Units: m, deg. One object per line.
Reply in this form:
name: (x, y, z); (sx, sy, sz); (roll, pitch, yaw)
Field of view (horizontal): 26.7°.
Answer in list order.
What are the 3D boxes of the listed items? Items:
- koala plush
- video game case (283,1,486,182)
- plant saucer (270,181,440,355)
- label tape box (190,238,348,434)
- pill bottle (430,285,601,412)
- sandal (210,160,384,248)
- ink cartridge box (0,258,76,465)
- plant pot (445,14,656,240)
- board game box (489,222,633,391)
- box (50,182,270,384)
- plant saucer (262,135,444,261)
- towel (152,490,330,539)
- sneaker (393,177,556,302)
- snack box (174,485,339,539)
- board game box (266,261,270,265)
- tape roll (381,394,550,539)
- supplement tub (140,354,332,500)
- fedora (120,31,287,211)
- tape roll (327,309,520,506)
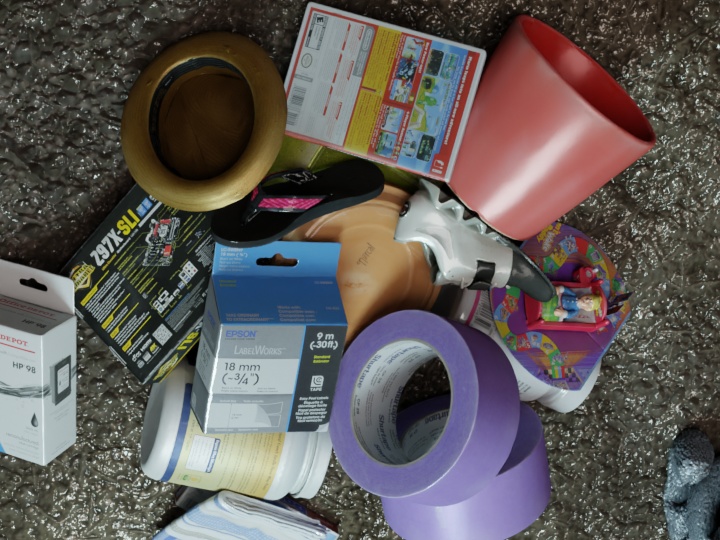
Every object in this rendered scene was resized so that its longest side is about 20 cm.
koala plush: (0.475, 0.325, 1.875); (0.176, 0.200, 0.185); (5, 113, -13)
video game case: (0.019, -0.189, 1.606); (0.198, 0.017, 0.144); (17, 90, 8)
plant saucer: (0.000, 0.000, 1.666); (0.199, 0.032, 0.202); (-6, 110, -17)
label tape box: (-0.093, 0.072, 1.607); (0.143, 0.063, 0.201); (1, 116, -21)
pill bottle: (0.174, 0.082, 1.763); (0.199, 0.114, 0.114); (28, 106, -19)
sandal: (-0.068, -0.081, 1.590); (0.199, 0.075, 0.045); (-22, 141, -17)
ink cartridge box: (-0.377, 0.100, 1.670); (0.115, 0.067, 0.202); (14, 115, 22)
plant pot: (0.187, -0.143, 1.636); (0.200, 0.201, 0.177); (33, 113, -21)
board game box: (0.237, 0.032, 1.724); (0.158, 0.039, 0.200); (46, 56, -9)
box: (-0.217, -0.001, 1.650); (0.160, 0.049, 0.200); (45, 101, 14)
plant saucer: (-0.018, -0.072, 1.678); (0.199, 0.048, 0.200); (30, 98, -25)
towel: (-0.144, 0.313, 1.787); (0.146, 0.024, 0.200); (23, 146, -23)
sneaker: (0.120, -0.010, 1.652); (0.199, 0.074, 0.089); (35, 89, -13)
snack box: (-0.124, 0.299, 1.852); (0.199, 0.024, 0.072); (33, 103, -21)
board game box: (-0.099, -0.062, 1.701); (0.095, 0.030, 0.201); (-26, 117, 1)
tape roll: (0.117, 0.228, 1.760); (0.198, 0.200, 0.086); (-13, 114, -4)
supplement tub: (-0.140, 0.182, 1.733); (0.198, 0.145, 0.145); (13, 110, -15)
fedora: (-0.155, -0.148, 1.596); (0.200, 0.201, 0.082); (-34, 156, 5)
tape roll: (0.067, 0.148, 1.630); (0.085, 0.200, 0.201); (19, 112, -49)
